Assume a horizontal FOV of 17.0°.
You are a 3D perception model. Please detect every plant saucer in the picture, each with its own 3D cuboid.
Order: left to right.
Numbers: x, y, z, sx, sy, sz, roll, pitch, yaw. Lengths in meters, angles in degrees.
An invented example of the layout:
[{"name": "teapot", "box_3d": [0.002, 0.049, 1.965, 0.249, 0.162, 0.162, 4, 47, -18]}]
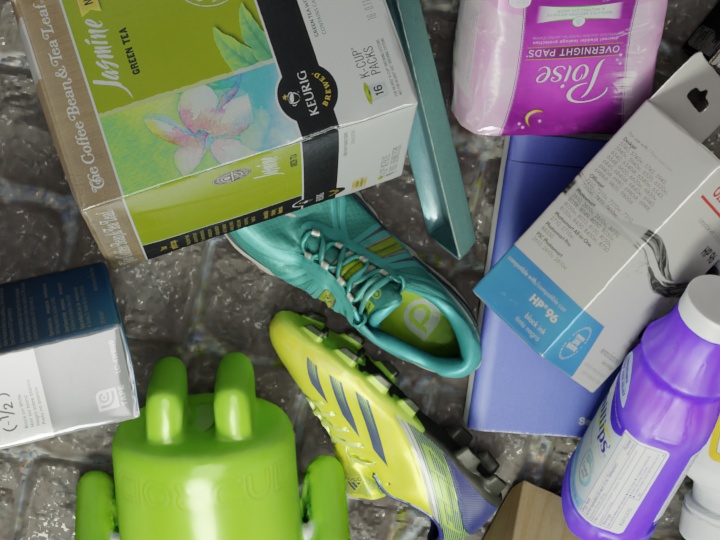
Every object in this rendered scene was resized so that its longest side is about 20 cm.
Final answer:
[{"name": "plant saucer", "box_3d": [0.036, -0.108, 1.499, 0.019, 0.070, 0.200, -17, 108, -10]}]

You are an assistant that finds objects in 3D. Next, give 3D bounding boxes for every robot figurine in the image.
[{"name": "robot figurine", "box_3d": [-0.095, 0.156, 1.525, 0.175, 0.116, 0.200, -4, 109, -1]}]

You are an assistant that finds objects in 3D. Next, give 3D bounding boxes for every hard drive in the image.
[{"name": "hard drive", "box_3d": [0.146, 0.011, 1.574, 0.132, 0.025, 0.200, 5, 105, -11]}]

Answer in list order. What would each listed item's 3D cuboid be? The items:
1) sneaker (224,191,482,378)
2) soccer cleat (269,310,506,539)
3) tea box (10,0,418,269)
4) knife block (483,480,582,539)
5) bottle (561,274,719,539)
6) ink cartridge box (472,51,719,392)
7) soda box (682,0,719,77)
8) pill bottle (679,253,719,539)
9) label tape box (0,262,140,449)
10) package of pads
[{"name": "sneaker", "box_3d": [0.000, 0.000, 1.518, 0.200, 0.080, 0.078, 34, 98, -16]}, {"name": "soccer cleat", "box_3d": [0.006, 0.107, 1.559, 0.200, 0.065, 0.084, 42, 102, -17]}, {"name": "tea box", "box_3d": [-0.082, -0.103, 1.393, 0.197, 0.200, 0.134, -19, 82, -5]}, {"name": "knife block", "box_3d": [0.103, 0.258, 1.558, 0.064, 0.176, 0.200, 25, 100, -16]}, {"name": "bottle", "box_3d": [0.188, 0.088, 1.512, 0.065, 0.084, 0.200, 18, 132, -6]}, {"name": "ink cartridge box", "box_3d": [0.175, -0.028, 1.489, 0.200, 0.116, 0.068, -48, 65, 5]}, {"name": "soda box", "box_3d": [0.297, -0.193, 1.523, 0.071, 0.063, 0.200, 37, 97, -18]}, {"name": "pill bottle", "box_3d": [0.264, 0.083, 1.570, 0.112, 0.112, 0.200, 6, 105, -11]}, {"name": "label tape box", "box_3d": [-0.240, 0.062, 1.459, 0.200, 0.143, 0.066, -15, 107, -6]}, {"name": "package of pads", "box_3d": [0.123, -0.177, 1.450, 0.120, 0.076, 0.200, -3, 129, -11]}]
